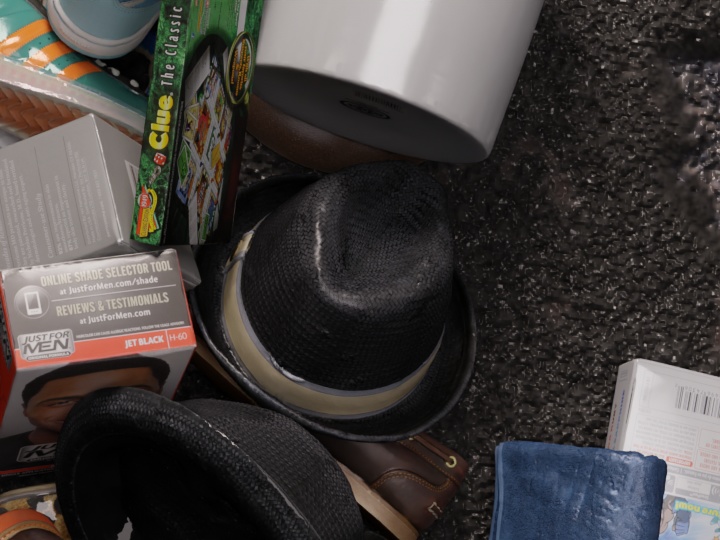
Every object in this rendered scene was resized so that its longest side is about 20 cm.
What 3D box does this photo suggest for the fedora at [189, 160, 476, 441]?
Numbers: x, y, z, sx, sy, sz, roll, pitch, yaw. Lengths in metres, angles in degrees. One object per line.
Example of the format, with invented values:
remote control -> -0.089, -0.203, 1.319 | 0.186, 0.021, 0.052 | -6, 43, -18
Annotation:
fedora -> 0.000, 0.000, 1.539 | 0.200, 0.092, 0.201 | 17, 46, -19

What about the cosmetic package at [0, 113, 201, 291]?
cosmetic package -> -0.206, -0.007, 1.496 | 0.199, 0.107, 0.091 | -23, 70, 17

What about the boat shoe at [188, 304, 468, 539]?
boat shoe -> -0.024, 0.079, 1.587 | 0.200, 0.070, 0.070 | 41, 83, -12

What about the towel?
towel -> 0.118, 0.200, 1.580 | 0.048, 0.111, 0.201 | 24, 74, -50

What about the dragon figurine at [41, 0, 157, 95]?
dragon figurine -> -0.140, -0.190, 1.605 | 0.099, 0.059, 0.201 | 3, 78, -12

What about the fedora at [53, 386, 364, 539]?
fedora -> -0.070, 0.133, 1.450 | 0.092, 0.200, 0.201 | -36, 90, -43

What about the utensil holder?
utensil holder -> 0.031, -0.183, 1.557 | 0.169, 0.170, 0.201 | 19, 82, -8

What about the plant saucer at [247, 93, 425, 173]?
plant saucer -> -0.002, -0.160, 1.646 | 0.199, 0.032, 0.201 | 1, 83, -11

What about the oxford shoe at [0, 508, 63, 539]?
oxford shoe -> -0.164, 0.232, 1.495 | 0.071, 0.072, 0.201 | -31, 124, -19

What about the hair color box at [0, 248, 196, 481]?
hair color box -> -0.160, 0.057, 1.488 | 0.101, 0.200, 0.062 | -7, 70, -15

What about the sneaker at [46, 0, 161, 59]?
sneaker -> -0.101, -0.222, 1.519 | 0.079, 0.131, 0.201 | 29, 63, -6

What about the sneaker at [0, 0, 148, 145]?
sneaker -> -0.186, -0.120, 1.550 | 0.199, 0.071, 0.080 | 23, 56, -14

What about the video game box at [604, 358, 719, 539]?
video game box -> 0.241, 0.166, 1.641 | 0.199, 0.047, 0.183 | 14, 78, -9

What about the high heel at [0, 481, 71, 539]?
high heel -> -0.196, 0.199, 1.533 | 0.199, 0.071, 0.143 | -13, 85, -4

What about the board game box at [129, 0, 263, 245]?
board game box -> -0.085, -0.114, 1.454 | 0.023, 0.105, 0.201 | 10, 94, 21

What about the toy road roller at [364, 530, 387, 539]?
toy road roller -> -0.036, 0.210, 1.555 | 0.200, 0.146, 0.123 | 28, 75, 32

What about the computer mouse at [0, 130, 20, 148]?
computer mouse -> -0.207, -0.055, 1.581 | 0.200, 0.044, 0.110 | 40, 77, -4
